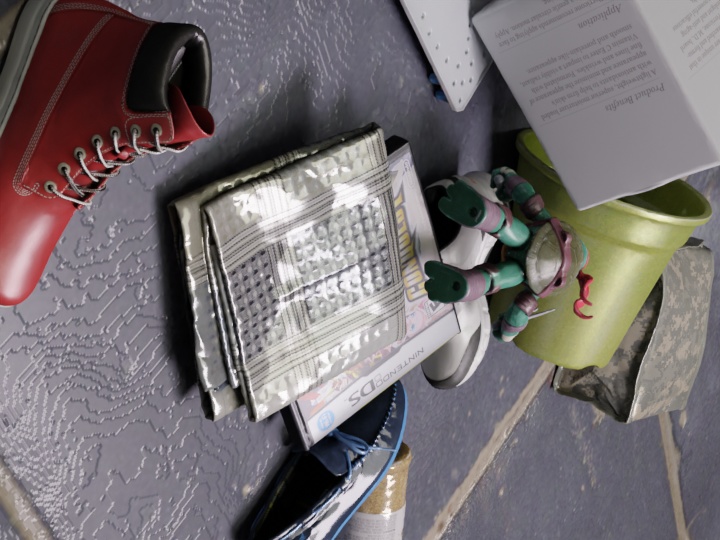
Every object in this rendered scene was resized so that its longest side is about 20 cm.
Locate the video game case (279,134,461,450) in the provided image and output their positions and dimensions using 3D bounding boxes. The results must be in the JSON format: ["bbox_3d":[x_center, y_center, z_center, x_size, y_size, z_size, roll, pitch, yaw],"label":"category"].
[{"bbox_3d":[-0.009,0.020,1.260,0.180,0.025,0.201,-35,129,-24],"label":"video game case"}]

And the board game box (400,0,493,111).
[{"bbox_3d":[0.092,-0.272,1.320,0.201,0.026,0.200,-59,145,-19],"label":"board game box"}]

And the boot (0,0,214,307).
[{"bbox_3d":[-0.162,-0.061,0.932,0.072,0.144,0.202,12,97,-59],"label":"boot"}]

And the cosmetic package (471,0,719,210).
[{"bbox_3d":[0.238,-0.189,1.335,0.165,0.164,0.201,-40,105,-39],"label":"cosmetic package"}]

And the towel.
[{"bbox_3d":[-0.047,0.005,1.179,0.199,0.034,0.194,-24,123,-30],"label":"towel"}]

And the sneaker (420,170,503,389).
[{"bbox_3d":[0.075,0.009,1.404,0.080,0.073,0.202,-2,99,-52],"label":"sneaker"}]

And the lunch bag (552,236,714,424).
[{"bbox_3d":[0.318,0.056,1.745,0.164,0.117,0.202,-4,113,-55],"label":"lunch bag"}]

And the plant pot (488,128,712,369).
[{"bbox_3d":[0.214,-0.013,1.507,0.200,0.200,0.185,-11,126,-54],"label":"plant pot"}]

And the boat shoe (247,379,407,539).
[{"bbox_3d":[-0.024,0.168,1.317,0.201,0.084,0.069,-63,144,-17],"label":"boat shoe"}]

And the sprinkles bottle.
[{"bbox_3d":[0.004,0.251,1.411,0.068,0.068,0.202,-21,122,-51],"label":"sprinkles bottle"}]

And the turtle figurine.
[{"bbox_3d":[0.137,-0.016,1.326,0.199,0.100,0.151,5,82,-53],"label":"turtle figurine"}]
